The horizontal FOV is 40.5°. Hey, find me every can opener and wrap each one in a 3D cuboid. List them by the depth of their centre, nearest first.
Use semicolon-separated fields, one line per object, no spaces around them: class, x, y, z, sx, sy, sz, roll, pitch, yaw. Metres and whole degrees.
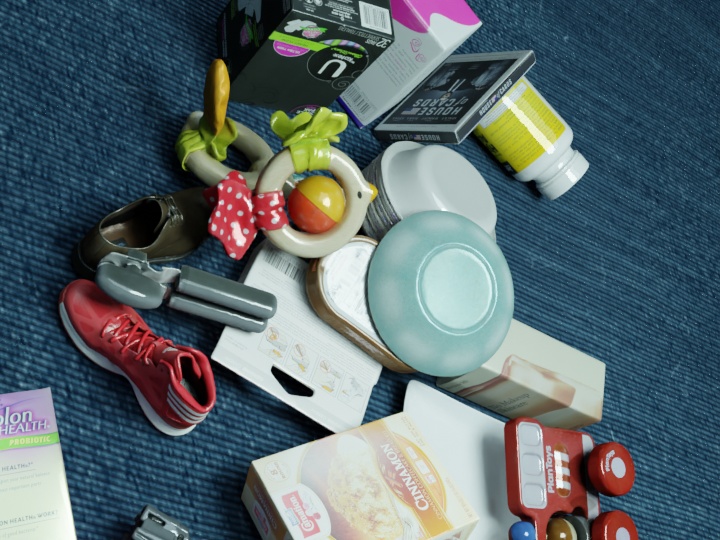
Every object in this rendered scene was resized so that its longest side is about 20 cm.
can opener;-0.186;0.029;1.035;0.199;0.053;0.067;16;45;-24

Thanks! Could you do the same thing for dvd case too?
dvd case;0.131;-0.242;1.356;0.200;0.150;0.025;-47;126;-30

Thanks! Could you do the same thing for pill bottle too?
pill bottle;0.244;-0.204;1.451;0.200;0.111;0.111;46;51;-6

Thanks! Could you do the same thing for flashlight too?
flashlight;-0.149;0.316;0.968;0.200;0.068;0.068;33;43;-12

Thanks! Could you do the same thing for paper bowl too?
paper bowl;0.097;-0.081;1.270;0.200;0.104;0.201;27;43;-29

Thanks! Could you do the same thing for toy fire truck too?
toy fire truck;0.243;0.289;1.201;0.167;0.112;0.201;13;68;-31

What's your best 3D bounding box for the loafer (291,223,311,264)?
loafer;0.000;0.000;1.212;0.200;0.070;0.068;40;51;-12

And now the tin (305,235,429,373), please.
tin;0.027;0.041;1.158;0.200;0.042;0.112;37;74;-14

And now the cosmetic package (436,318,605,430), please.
cosmetic package;0.210;0.136;1.271;0.199;0.103;0.088;25;58;-21

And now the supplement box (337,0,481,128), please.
supplement box;0.050;-0.295;1.304;0.101;0.200;0.103;52;51;-3

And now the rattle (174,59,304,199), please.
rattle;-0.108;-0.154;1.166;0.199;0.143;0.130;25;20;-13

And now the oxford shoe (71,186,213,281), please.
oxford shoe;-0.217;-0.052;1.081;0.073;0.084;0.200;52;46;4

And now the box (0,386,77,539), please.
box;-0.352;0.220;0.851;0.175;0.097;0.201;-4;72;-35

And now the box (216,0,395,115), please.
box;-0.074;-0.301;1.223;0.148;0.200;0.125;8;65;-32

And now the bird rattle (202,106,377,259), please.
bird rattle;-0.071;-0.084;1.088;0.163;0.113;0.200;38;80;-15

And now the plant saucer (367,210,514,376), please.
plant saucer;0.106;0.024;1.154;0.200;0.039;0.202;4;81;-23

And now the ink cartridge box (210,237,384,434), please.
ink cartridge box;-0.068;0.086;1.142;0.200;0.045;0.177;34;54;-16

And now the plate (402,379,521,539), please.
plate;0.116;0.261;1.192;0.199;0.032;0.201;28;55;-22

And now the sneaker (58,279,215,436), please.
sneaker;-0.217;0.073;1.000;0.200;0.115;0.078;46;51;-7

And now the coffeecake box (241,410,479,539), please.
coffeecake box;-0.002;0.253;1.036;0.199;0.073;0.154;-13;50;-31
